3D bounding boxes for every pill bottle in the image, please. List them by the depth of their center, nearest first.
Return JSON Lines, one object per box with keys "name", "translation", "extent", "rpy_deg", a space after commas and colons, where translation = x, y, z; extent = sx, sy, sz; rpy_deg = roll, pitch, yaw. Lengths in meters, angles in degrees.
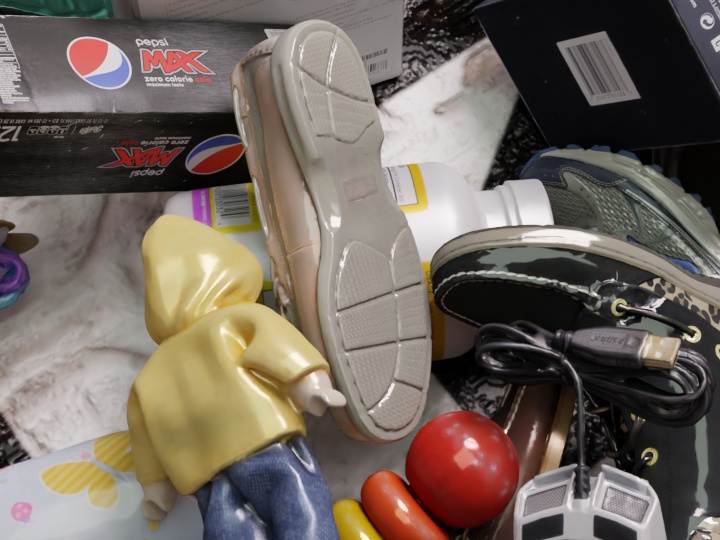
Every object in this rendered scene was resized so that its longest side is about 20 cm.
{"name": "pill bottle", "translation": [0.000, 0.000, 0.891], "extent": [0.198, 0.104, 0.105], "rpy_deg": [-7, 64, -4]}

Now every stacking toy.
{"name": "stacking toy", "translation": [-0.007, 0.142, 0.801], "extent": [0.200, 0.085, 0.085], "rpy_deg": [-43, 70, 1]}

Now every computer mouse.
{"name": "computer mouse", "translation": [0.100, 0.124, 0.747], "extent": [0.109, 0.044, 0.202], "rpy_deg": [1, 88, 25]}

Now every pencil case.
{"name": "pencil case", "translation": [-0.120, 0.125, 0.842], "extent": [0.198, 0.091, 0.083], "rpy_deg": [-17, 43, -9]}

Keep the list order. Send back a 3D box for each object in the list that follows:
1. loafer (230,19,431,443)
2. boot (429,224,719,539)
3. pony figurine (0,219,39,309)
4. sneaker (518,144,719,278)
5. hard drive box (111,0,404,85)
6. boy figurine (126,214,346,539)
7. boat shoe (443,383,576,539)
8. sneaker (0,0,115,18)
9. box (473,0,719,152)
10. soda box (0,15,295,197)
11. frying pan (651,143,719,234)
{"name": "loafer", "translation": [-0.017, -0.016, 0.816], "extent": [0.072, 0.063, 0.202], "rpy_deg": [-9, 87, -45]}
{"name": "boot", "translation": [0.123, 0.071, 0.797], "extent": [0.202, 0.074, 0.155], "rpy_deg": [16, 60, -9]}
{"name": "pony figurine", "translation": [-0.263, 0.010, 0.854], "extent": [0.198, 0.193, 0.168], "rpy_deg": [-6, 103, -8]}
{"name": "sneaker", "translation": [0.160, 0.008, 0.905], "extent": [0.199, 0.077, 0.085], "rpy_deg": [35, 73, 16]}
{"name": "hard drive box", "translation": [-0.058, -0.166, 0.920], "extent": [0.155, 0.200, 0.077], "rpy_deg": [-20, 65, -10]}
{"name": "boy figurine", "translation": [-0.061, 0.068, 0.770], "extent": [0.124, 0.064, 0.201], "rpy_deg": [-40, 56, 28]}
{"name": "boat shoe", "translation": [0.059, 0.124, 0.848], "extent": [0.070, 0.071, 0.201], "rpy_deg": [17, 65, 4]}
{"name": "sneaker", "translation": [-0.145, -0.196, 1.015], "extent": [0.198, 0.075, 0.088], "rpy_deg": [-15, 54, -19]}
{"name": "box", "translation": [0.190, -0.155, 0.904], "extent": [0.182, 0.200, 0.105], "rpy_deg": [-35, 102, -17]}
{"name": "soda box", "translation": [-0.114, -0.083, 0.866], "extent": [0.199, 0.071, 0.064], "rpy_deg": [-3, 57, -37]}
{"name": "frying pan", "translation": [0.249, -0.036, 0.949], "extent": [0.189, 0.031, 0.115], "rpy_deg": [36, 69, 13]}
